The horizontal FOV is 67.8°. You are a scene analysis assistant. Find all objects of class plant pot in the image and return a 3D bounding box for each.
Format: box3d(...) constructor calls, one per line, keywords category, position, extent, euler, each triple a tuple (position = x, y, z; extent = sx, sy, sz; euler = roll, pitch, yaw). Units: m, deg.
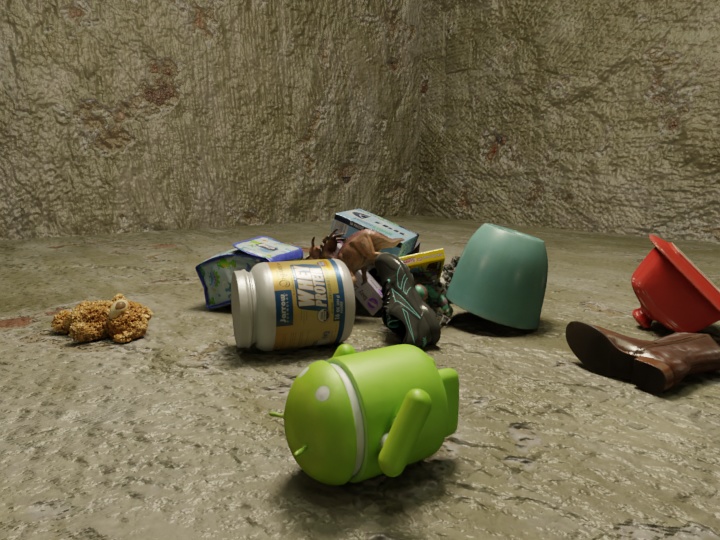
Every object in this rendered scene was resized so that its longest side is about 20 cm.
box3d(category="plant pot", position=(0.285, 0.001, 1.076), extent=(0.193, 0.167, 0.201), euler=(14, 12, -3))

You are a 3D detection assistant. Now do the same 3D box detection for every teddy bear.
box3d(category="teddy bear", position=(-0.486, 0.083, 1.002), extent=(0.195, 0.070, 0.142), euler=(8, 15, 40))

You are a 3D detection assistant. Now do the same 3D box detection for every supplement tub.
box3d(category="supplement tub", position=(-0.118, 0.059, 0.920), extent=(0.192, 0.151, 0.144), euler=(-4, 11, -21))

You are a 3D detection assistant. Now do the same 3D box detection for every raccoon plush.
box3d(category="raccoon plush", position=(0.190, 0.044, 1.308), extent=(0.129, 0.100, 0.201), euler=(-14, -19, -4))

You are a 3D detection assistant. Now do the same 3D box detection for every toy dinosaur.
box3d(category="toy dinosaur", position=(-0.011, -0.041, 1.083), extent=(0.195, 0.139, 0.086), euler=(-30, 0, 8))

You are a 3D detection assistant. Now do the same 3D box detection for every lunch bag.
box3d(category="lunch bag", position=(-0.243, -0.004, 1.212), extent=(0.193, 0.132, 0.170), euler=(-15, 5, 21))

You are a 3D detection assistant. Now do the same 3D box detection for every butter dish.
box3d(category="butter dish", position=(0.594, 0.050, 1.037), extent=(0.201, 0.149, 0.198), euler=(48, 26, 12))

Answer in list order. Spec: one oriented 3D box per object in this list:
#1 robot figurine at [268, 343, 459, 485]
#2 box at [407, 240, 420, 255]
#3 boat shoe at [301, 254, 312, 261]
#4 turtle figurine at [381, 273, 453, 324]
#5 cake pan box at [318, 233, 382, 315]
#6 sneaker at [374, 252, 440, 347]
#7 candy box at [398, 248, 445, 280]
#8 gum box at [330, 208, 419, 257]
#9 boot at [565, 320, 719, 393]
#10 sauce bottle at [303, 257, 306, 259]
box3d(category="robot figurine", position=(0.010, 0.143, 0.541), extent=(0.193, 0.121, 0.174), euler=(-5, 14, -28))
box3d(category="box", position=(0.081, -0.021, 1.416), extent=(0.127, 0.120, 0.200), euler=(10, 11, 12))
box3d(category="boat shoe", position=(-0.119, 0.007, 1.252), extent=(0.073, 0.077, 0.201), euler=(30, -20, -14))
box3d(category="turtle figurine", position=(0.118, 0.058, 1.094), extent=(0.143, 0.105, 0.200), euler=(3, 3, 5))
box3d(category="cake pan box", position=(0.000, 0.000, 1.220), extent=(0.052, 0.201, 0.184), euler=(-42, -3, 18))
box3d(category="sneaker", position=(0.068, 0.052, 0.967), extent=(0.077, 0.077, 0.203), euler=(-19, 57, -19))
box3d(category="candy box", position=(0.124, -0.003, 1.124), extent=(0.098, 0.028, 0.200), euler=(-9, -13, 4))
box3d(category="gum box", position=(0.039, -0.088, 1.247), extent=(0.165, 0.046, 0.200), euler=(24, 16, 12))
box3d(category="boot", position=(0.450, 0.118, 0.841), extent=(0.194, 0.067, 0.185), euler=(-9, 27, -30))
box3d(category="sauce bottle", position=(-0.072, 0.002, 1.483), extent=(0.192, 0.068, 0.065), euler=(5, 11, 17))
